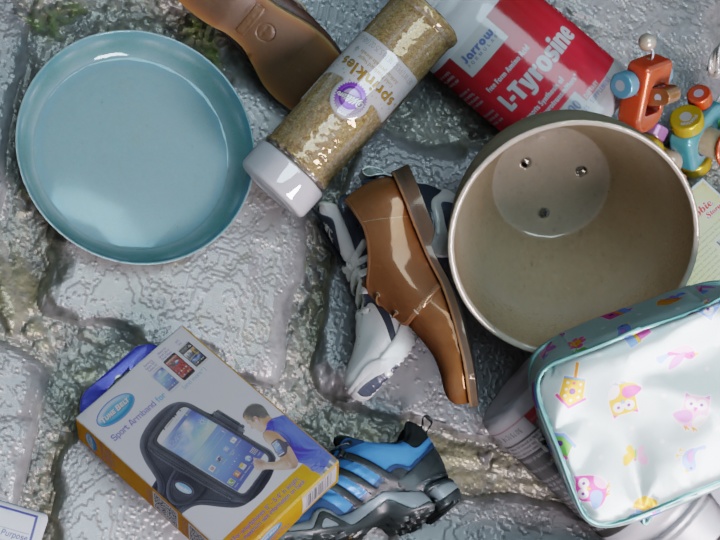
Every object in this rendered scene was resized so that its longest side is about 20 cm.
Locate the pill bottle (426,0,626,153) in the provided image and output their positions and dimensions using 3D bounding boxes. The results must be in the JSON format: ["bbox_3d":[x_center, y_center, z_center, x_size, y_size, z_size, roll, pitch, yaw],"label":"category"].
[{"bbox_3d":[0.126,-0.188,1.766,0.200,0.112,0.112,40,68,-5],"label":"pill bottle"}]

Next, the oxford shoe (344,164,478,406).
[{"bbox_3d":[0.043,0.021,1.636,0.071,0.071,0.201,-21,82,-1],"label":"oxford shoe"}]

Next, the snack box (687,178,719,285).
[{"bbox_3d":[0.277,0.016,1.777,0.116,0.037,0.200,44,57,11],"label":"snack box"}]

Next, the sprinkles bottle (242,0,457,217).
[{"bbox_3d":[-0.009,-0.138,1.681,0.068,0.068,0.200,42,85,-5],"label":"sprinkles bottle"}]

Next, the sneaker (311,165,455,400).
[{"bbox_3d":[0.000,0.000,1.697,0.129,0.079,0.200,29,74,-4],"label":"sneaker"}]

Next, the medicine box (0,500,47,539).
[{"bbox_3d":[-0.348,0.252,1.499,0.182,0.103,0.201,18,71,-13],"label":"medicine box"}]

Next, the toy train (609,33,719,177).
[{"bbox_3d":[0.282,-0.133,1.774,0.200,0.056,0.151,-16,124,-50],"label":"toy train"}]

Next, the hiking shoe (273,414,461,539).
[{"bbox_3d":[-0.020,0.181,1.654,0.199,0.074,0.087,-11,67,-27],"label":"hiking shoe"}]

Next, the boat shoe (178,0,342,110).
[{"bbox_3d":[-0.077,-0.208,1.725,0.070,0.070,0.200,-38,110,20],"label":"boat shoe"}]

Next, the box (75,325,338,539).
[{"bbox_3d":[-0.128,0.133,1.602,0.200,0.042,0.119,40,65,18],"label":"box"}]

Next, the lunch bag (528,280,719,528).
[{"bbox_3d":[0.234,0.108,1.607,0.199,0.077,0.161,-21,103,0],"label":"lunch bag"}]

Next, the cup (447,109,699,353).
[{"bbox_3d":[0.164,-0.050,1.670,0.199,0.143,0.201,-1,112,-2],"label":"cup"}]

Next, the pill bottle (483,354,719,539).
[{"bbox_3d":[0.210,0.155,1.706,0.200,0.114,0.114,43,67,-4],"label":"pill bottle"}]

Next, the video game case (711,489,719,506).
[{"bbox_3d":[0.329,0.145,1.740,0.143,0.018,0.200,55,31,1],"label":"video game case"}]

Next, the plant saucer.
[{"bbox_3d":[-0.186,-0.099,1.684,0.199,0.027,0.201,5,74,-18],"label":"plant saucer"}]
